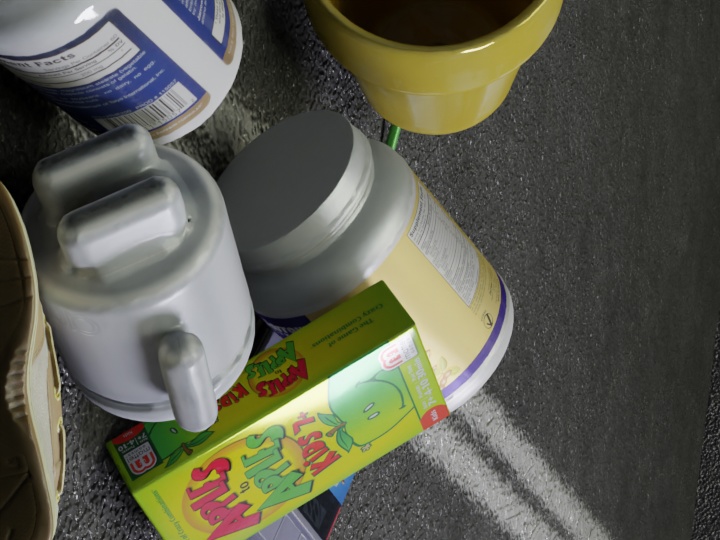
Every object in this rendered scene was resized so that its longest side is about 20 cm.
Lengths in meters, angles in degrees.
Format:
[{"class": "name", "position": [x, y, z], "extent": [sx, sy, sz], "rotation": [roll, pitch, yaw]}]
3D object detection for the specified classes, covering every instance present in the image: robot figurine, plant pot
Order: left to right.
[{"class": "robot figurine", "position": [-0.121, 0.008, 0.916], "extent": [0.200, 0.113, 0.170], "rotation": [79, -13, -54]}, {"class": "plant pot", "position": [0.057, -0.204, 1.269], "extent": [0.189, 0.200, 0.201], "rotation": [80, 21, -66]}]

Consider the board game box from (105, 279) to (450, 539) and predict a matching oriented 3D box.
[{"class": "board game box", "position": [-0.048, 0.100, 1.048], "extent": [0.048, 0.200, 0.102], "rotation": [53, -9, 40]}]

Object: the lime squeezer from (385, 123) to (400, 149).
[{"class": "lime squeezer", "position": [0.053, -0.193, 1.466], "extent": [0.071, 0.038, 0.200], "rotation": [116, -1, -46]}]

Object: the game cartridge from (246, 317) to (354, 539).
[{"class": "game cartridge", "position": [-0.048, 0.112, 1.193], "extent": [0.130, 0.038, 0.200], "rotation": [51, 41, -25]}]

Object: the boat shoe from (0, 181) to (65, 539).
[{"class": "boat shoe", "position": [-0.190, 0.049, 0.838], "extent": [0.066, 0.074, 0.200], "rotation": [-140, -135, -88]}]

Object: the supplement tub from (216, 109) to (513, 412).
[{"class": "supplement tub", "position": [0.000, 0.000, 1.146], "extent": [0.200, 0.145, 0.146], "rotation": [47, 47, -35]}]

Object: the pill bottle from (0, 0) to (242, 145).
[{"class": "pill bottle", "position": [-0.147, -0.147, 0.846], "extent": [0.200, 0.111, 0.111], "rotation": [41, 55, -64]}]
